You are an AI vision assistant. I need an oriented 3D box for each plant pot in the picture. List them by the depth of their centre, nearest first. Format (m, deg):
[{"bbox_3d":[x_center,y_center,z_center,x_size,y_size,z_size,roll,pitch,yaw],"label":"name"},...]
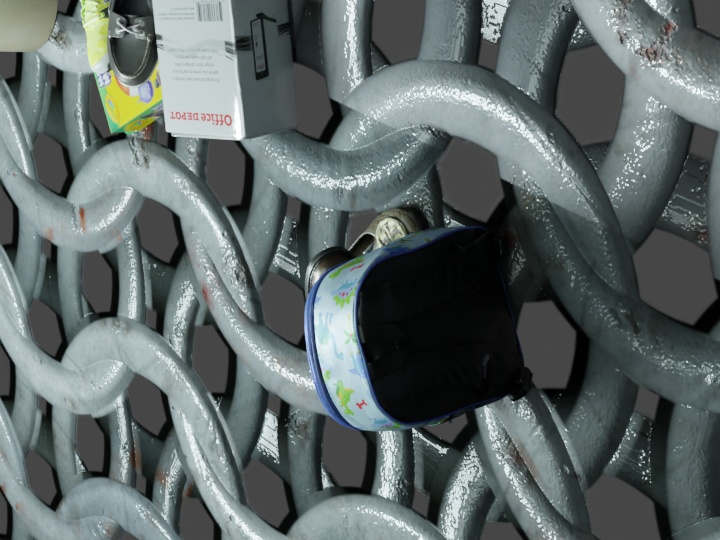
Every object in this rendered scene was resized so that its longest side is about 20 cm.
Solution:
[{"bbox_3d":[-0.524,-0.364,1.977,0.187,0.200,0.188,18,114,45],"label":"plant pot"}]

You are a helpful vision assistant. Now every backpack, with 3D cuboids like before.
[{"bbox_3d":[0.038,0.062,1.467,0.147,0.200,0.184,-8,96,47],"label":"backpack"}]

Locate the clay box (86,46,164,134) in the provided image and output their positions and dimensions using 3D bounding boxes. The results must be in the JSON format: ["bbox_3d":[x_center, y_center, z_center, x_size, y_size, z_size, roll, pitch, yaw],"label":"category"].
[{"bbox_3d":[-0.260,-0.241,1.830,0.200,0.047,0.115,-24,81,48],"label":"clay box"}]

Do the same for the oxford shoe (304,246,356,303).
[{"bbox_3d":[0.001,0.063,1.571,0.084,0.073,0.200,47,163,54],"label":"oxford shoe"}]

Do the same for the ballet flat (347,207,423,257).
[{"bbox_3d":[0.000,0.000,1.613,0.200,0.046,0.068,-42,71,47],"label":"ballet flat"}]

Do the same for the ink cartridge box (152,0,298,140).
[{"bbox_3d":[-0.150,-0.249,1.675,0.146,0.084,0.201,10,110,46],"label":"ink cartridge box"}]

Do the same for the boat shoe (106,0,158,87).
[{"bbox_3d":[-0.250,-0.307,1.719,0.067,0.057,0.201,6,79,11],"label":"boat shoe"}]

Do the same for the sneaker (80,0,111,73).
[{"bbox_3d":[-0.302,-0.323,1.782,0.075,0.076,0.201,-18,64,49],"label":"sneaker"}]
